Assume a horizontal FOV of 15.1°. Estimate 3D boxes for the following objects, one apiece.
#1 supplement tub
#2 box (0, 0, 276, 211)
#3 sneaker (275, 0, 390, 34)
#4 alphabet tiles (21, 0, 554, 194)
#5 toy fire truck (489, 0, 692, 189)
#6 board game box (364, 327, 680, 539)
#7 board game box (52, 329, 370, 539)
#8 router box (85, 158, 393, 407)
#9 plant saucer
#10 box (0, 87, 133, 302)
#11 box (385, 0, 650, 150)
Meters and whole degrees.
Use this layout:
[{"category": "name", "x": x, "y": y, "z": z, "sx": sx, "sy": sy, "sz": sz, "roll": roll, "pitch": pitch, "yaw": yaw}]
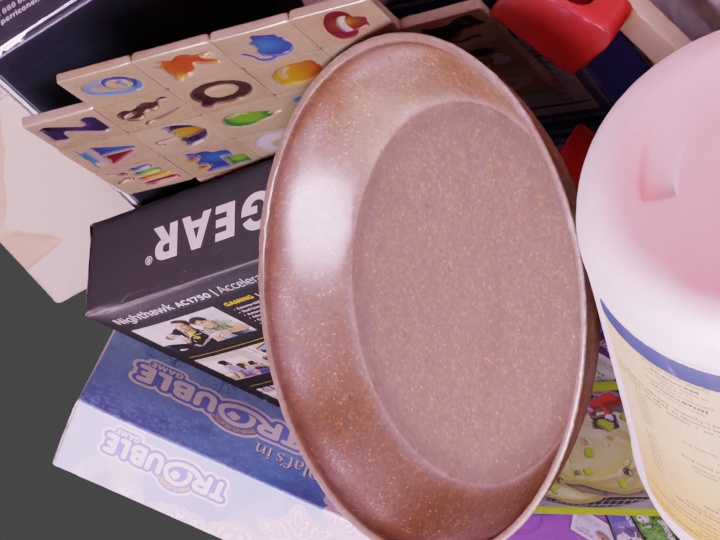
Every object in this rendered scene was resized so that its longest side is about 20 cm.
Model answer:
[{"category": "supplement tub", "x": 0.160, "y": 0.025, "z": 0.964, "sx": 0.144, "sy": 0.144, "sz": 0.200, "roll": 35, "pitch": 159, "yaw": 34}, {"category": "box", "x": -0.100, "y": -0.148, "z": 1.209, "sx": 0.200, "sy": 0.124, "sz": 0.197, "roll": 45, "pitch": -163, "yaw": -57}, {"category": "sneaker", "x": -0.016, "y": -0.166, "z": 1.034, "sx": 0.112, "sy": 0.073, "sz": 0.200, "roll": 46, "pitch": 155, "yaw": 5}, {"category": "alphabet tiles", "x": -0.028, "y": -0.069, "z": 1.107, "sx": 0.166, "sy": 0.199, "sz": 0.006, "roll": 34, "pitch": -134, "yaw": -64}, {"category": "toy fire truck", "x": 0.130, "y": -0.038, "z": 1.076, "sx": 0.199, "sy": 0.049, "sz": 0.141, "roll": 35, "pitch": 146, "yaw": 1}, {"category": "board game box", "x": 0.110, "y": 0.092, "z": 1.073, "sx": 0.200, "sy": 0.120, "sz": 0.032, "roll": 39, "pitch": 146, "yaw": 34}, {"category": "board game box", "x": -0.031, "y": 0.072, "z": 1.338, "sx": 0.199, "sy": 0.044, "sz": 0.199, "roll": 24, "pitch": -152, "yaw": -2}, {"category": "router box", "x": 0.000, "y": 0.000, "z": 1.196, "sx": 0.199, "sy": 0.051, "sz": 0.149, "roll": -18, "pitch": 150, "yaw": 35}, {"category": "plant saucer", "x": 0.031, "y": 0.009, "z": 1.036, "sx": 0.036, "sy": 0.202, "sz": 0.200, "roll": -7, "pitch": -154, "yaw": -36}, {"category": "box", "x": -0.167, "y": -0.078, "z": 1.296, "sx": 0.095, "sy": 0.077, "sz": 0.200, "roll": 64, "pitch": -175, "yaw": 35}, {"category": "box", "x": 0.048, "y": -0.111, "z": 1.149, "sx": 0.200, "sy": 0.032, "sz": 0.121, "roll": 48, "pitch": 156, "yaw": -23}]
